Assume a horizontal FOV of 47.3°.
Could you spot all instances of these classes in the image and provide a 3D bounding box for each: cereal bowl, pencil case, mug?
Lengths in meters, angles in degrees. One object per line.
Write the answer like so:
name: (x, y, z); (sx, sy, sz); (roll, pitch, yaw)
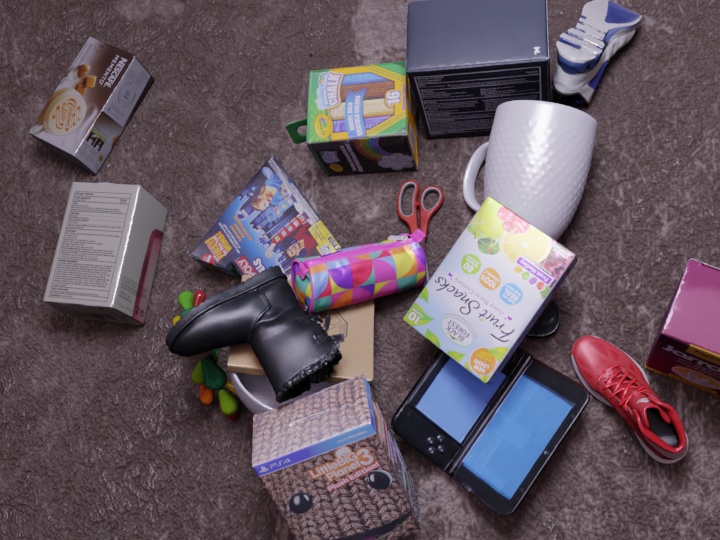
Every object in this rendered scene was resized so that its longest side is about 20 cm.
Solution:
cereal bowl: (-0.093, 0.142, 1.172); (0.197, 0.084, 0.202); (6, 47, -7)
pencil case: (0.000, 0.000, 1.177); (0.198, 0.089, 0.089); (-17, 66, -24)
mug: (0.229, -0.134, 1.185); (0.199, 0.147, 0.178); (9, 85, 47)

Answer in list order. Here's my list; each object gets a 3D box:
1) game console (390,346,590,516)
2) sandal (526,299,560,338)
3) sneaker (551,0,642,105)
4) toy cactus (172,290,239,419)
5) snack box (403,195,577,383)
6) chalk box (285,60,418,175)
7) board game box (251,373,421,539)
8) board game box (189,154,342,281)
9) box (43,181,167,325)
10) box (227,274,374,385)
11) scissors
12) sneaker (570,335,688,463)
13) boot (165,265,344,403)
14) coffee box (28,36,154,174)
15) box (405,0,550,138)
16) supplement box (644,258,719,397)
game console: (0.168, 0.184, 1.090); (0.172, 0.119, 0.201); (39, 82, -12)
sandal: (0.183, 0.058, 1.171); (0.197, 0.048, 0.076); (-2, 71, 14)
sneaker: (0.340, -0.321, 1.243); (0.080, 0.116, 0.199); (34, 53, 19)
toy cactus: (-0.220, 0.114, 1.193); (0.101, 0.165, 0.203); (-14, 76, -2)
snack box: (0.171, 0.026, 1.084); (0.142, 0.053, 0.201); (37, 94, 20)
chalk box: (-0.015, -0.230, 1.273); (0.197, 0.125, 0.126); (-2, 72, 12)
board game box: (-0.029, 0.263, 1.068); (0.158, 0.202, 0.097); (-21, 29, 6)
board game box: (-0.154, -0.039, 1.279); (0.199, 0.062, 0.201); (-37, 69, 2)
box: (-0.401, -0.026, 1.309); (0.126, 0.109, 0.203); (4, 73, 15)
box: (-0.079, 0.082, 1.158); (0.197, 0.021, 0.165); (6, 48, -5)
scissors: (0.083, -0.045, 1.243); (0.072, 0.014, 0.203); (4, 70, 11)
sneaker: (0.352, 0.153, 1.062); (0.078, 0.116, 0.200); (-42, 68, -2)
boot: (-0.133, 0.099, 1.071); (0.197, 0.074, 0.163); (-31, 68, -19)
coffee box: (-0.463, -0.286, 1.425); (0.113, 0.080, 0.202); (26, 80, 20)
box: (0.179, -0.298, 1.209); (0.197, 0.199, 0.125); (-2, 72, 12)
supplement box: (0.440, 0.081, 1.020); (0.130, 0.200, 0.104); (22, 78, 20)
